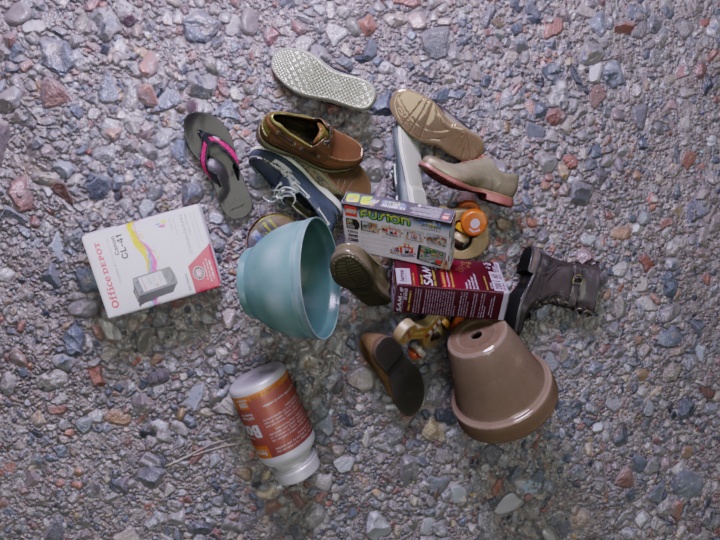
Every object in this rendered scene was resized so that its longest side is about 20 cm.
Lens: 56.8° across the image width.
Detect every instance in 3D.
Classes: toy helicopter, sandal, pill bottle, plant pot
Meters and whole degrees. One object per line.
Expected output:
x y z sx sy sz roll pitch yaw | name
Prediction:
0.141 -0.054 1.249 0.197 0.079 0.134 -3 111 -1 | toy helicopter
-0.244 -0.186 1.165 0.074 0.045 0.202 -26 101 -7 | sandal
-0.150 0.278 1.206 0.111 0.112 0.202 -24 100 -7 | pill bottle
0.111 0.113 1.216 0.079 0.199 0.133 41 110 26 | toy helicopter
0.240 0.178 1.206 0.199 0.200 0.176 -30 118 -6 | plant pot
-0.125 0.018 1.117 0.132 0.200 0.203 -4 99 16 | plant pot

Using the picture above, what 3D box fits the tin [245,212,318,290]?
-0.122 -0.018 1.214 0.112 0.042 0.200 -43 103 1 | tin

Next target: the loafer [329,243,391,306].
0.000 0.000 1.185 0.075 0.200 0.068 -9 61 16 | loafer

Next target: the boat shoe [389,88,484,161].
0.136 -0.267 1.221 0.198 0.065 0.072 26 108 -15 | boat shoe

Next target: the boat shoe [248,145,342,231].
-0.120 -0.139 1.179 0.199 0.075 0.062 39 58 -20 | boat shoe

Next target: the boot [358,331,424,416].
0.060 0.192 1.267 0.073 0.075 0.201 -40 121 -22 | boot

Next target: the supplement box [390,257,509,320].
0.155 0.029 1.189 0.197 0.109 0.062 4 120 -3 | supplement box

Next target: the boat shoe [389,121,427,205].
0.074 -0.174 1.209 0.061 0.072 0.203 -16 75 32 | boat shoe

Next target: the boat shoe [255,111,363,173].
-0.074 -0.217 1.126 0.197 0.068 0.073 7 71 -28 | boat shoe

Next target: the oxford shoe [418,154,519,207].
0.199 -0.179 1.216 0.198 0.070 0.076 18 95 -20 | oxford shoe

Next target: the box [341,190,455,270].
0.066 -0.070 1.169 0.197 0.035 0.111 13 136 17 | box

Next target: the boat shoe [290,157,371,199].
-0.068 -0.188 1.199 0.199 0.063 0.074 37 63 -15 | boat shoe

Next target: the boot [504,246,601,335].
0.382 0.058 1.305 0.172 0.069 0.203 18 91 -12 | boot

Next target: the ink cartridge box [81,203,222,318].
-0.352 -0.018 1.145 0.197 0.086 0.150 -17 100 -10 | ink cartridge box

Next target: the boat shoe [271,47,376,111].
-0.064 -0.332 1.177 0.198 0.062 0.076 21 98 3 | boat shoe
